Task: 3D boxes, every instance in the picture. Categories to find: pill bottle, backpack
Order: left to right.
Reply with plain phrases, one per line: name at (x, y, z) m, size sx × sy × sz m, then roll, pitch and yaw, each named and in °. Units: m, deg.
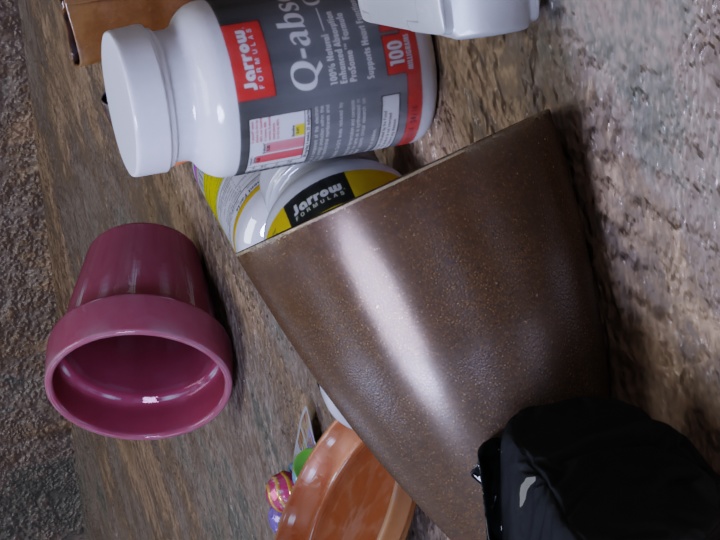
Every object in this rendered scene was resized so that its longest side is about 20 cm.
pill bottle at (-0.060, -0.124, 1.214) m, size 0.116 × 0.198 × 0.117 m, roll 168°, pitch 90°, yaw -74°
pill bottle at (-0.057, -0.049, 1.438) m, size 0.200 × 0.103 × 0.105 m, roll -123°, pitch 26°, yaw -52°
pill bottle at (0.000, 0.000, 1.252) m, size 0.113 × 0.112 × 0.201 m, roll 96°, pitch 156°, yaw -47°
backpack at (0.128, 0.180, 0.905) m, size 0.167 × 0.125 × 0.201 m, roll -107°, pitch 11°, yaw -64°

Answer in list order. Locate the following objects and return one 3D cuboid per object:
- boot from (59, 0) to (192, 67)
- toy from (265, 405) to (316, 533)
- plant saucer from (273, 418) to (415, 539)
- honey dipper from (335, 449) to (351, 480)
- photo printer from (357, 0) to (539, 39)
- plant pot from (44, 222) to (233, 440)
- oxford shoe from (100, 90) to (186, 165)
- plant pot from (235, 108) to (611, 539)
boot at (-0.137, -0.259, 1.393) m, size 0.069 × 0.198 × 0.190 m, roll -127°, pitch 29°, yaw -57°
toy at (-0.061, 0.219, 1.744) m, size 0.200 × 0.047 × 0.116 m, roll 109°, pitch 148°, yaw -60°
plant saucer at (-0.010, 0.189, 1.410) m, size 0.201 × 0.032 × 0.201 m, roll -52°, pitch 23°, yaw 33°
honey dipper at (-0.022, 0.078, 1.538) m, size 0.038 × 0.038 × 0.201 m, roll 115°, pitch 145°, yaw -65°
photo printer at (0.037, -0.234, 1.036) m, size 0.166 × 0.069 × 0.202 m, roll -150°, pitch 51°, yaw -70°
plant pot at (-0.237, 0.056, 2.029) m, size 0.201 × 0.198 × 0.180 m, roll 98°, pitch 171°, yaw -50°
oxford shoe at (-0.109, -0.137, 1.422) m, size 0.073 × 0.199 × 0.072 m, roll 50°, pitch -149°, yaw -37°
plant pot at (0.057, 0.043, 1.009) m, size 0.201 × 0.186 × 0.187 m, roll 66°, pitch 164°, yaw -2°
